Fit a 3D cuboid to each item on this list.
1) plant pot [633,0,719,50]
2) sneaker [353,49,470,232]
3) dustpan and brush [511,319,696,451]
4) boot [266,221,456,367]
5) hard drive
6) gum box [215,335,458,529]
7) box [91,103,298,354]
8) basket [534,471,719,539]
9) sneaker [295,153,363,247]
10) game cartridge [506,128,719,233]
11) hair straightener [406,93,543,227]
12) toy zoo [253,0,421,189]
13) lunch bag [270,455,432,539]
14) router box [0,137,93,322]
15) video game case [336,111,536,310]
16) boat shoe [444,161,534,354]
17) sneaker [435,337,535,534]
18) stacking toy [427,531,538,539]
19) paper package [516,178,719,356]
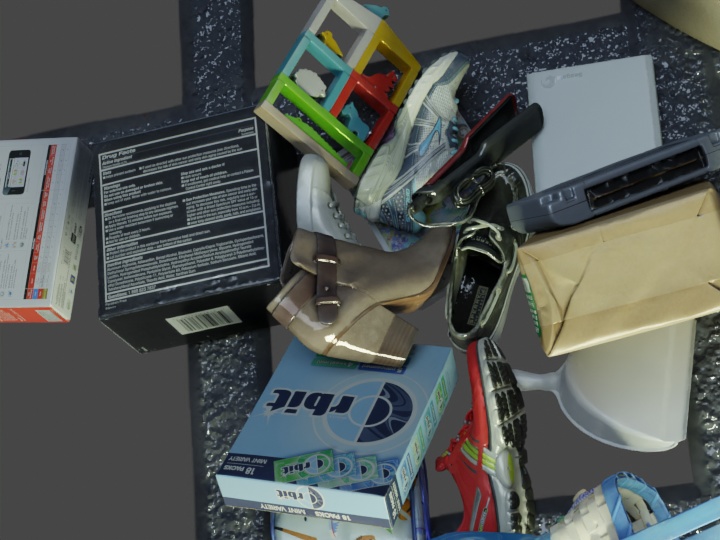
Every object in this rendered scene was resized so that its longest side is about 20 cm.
[{"bbox_3d":[0.344,-0.351,1.503,0.176,0.200,0.202,20,76,33],"label":"plant pot"},{"bbox_3d":[0.072,-0.128,1.547,0.086,0.078,0.202,27,81,6],"label":"sneaker"},{"bbox_3d":[0.213,0.103,1.442,0.197,0.057,0.141,6,60,12],"label":"dustpan and brush"},{"bbox_3d":[0.000,0.000,1.453,0.145,0.070,0.201,27,50,-3],"label":"boot"},{"bbox_3d":[0.240,-0.114,1.526,0.130,0.026,0.202,-7,68,14],"label":"hard drive"},{"bbox_3d":[-0.018,0.144,1.411,0.168,0.045,0.201,4,40,23],"label":"gum box"},{"bbox_3d":[-0.163,-0.041,1.562,0.197,0.123,0.201,-11,67,11],"label":"box"},{"bbox_3d":[0.259,0.238,1.303,0.198,0.176,0.141,-23,68,17],"label":"basket"},{"bbox_3d":[-0.016,-0.020,1.522,0.084,0.073,0.203,-6,96,10],"label":"sneaker"},{"bbox_3d":[0.242,-0.082,1.415,0.198,0.133,0.042,-21,89,-12],"label":"game cartridge"},{"bbox_3d":[0.118,-0.104,1.483,0.076,0.041,0.200,23,50,37],"label":"hair straightener"},{"bbox_3d":[-0.015,-0.201,1.573,0.020,0.131,0.201,-22,34,56],"label":"toy zoo"},{"bbox_3d":[-0.004,0.249,1.433,0.158,0.076,0.202,-9,67,11],"label":"lunch bag"},{"bbox_3d":[-0.396,-0.045,1.674,0.177,0.049,0.203,0,70,17],"label":"router box"},{"bbox_3d":[0.073,-0.077,1.565,0.142,0.018,0.201,-31,65,3],"label":"video game case"},{"bbox_3d":[0.127,-0.019,1.482,0.070,0.064,0.202,6,71,18],"label":"boat shoe"},{"bbox_3d":[0.108,0.164,1.420,0.084,0.077,0.203,-8,79,25],"label":"sneaker"},{"bbox_3d":[0.110,0.338,1.344,0.109,0.116,0.203,-6,97,33],"label":"stacking toy"},{"bbox_3d":[0.246,-0.006,1.376,0.189,0.200,0.105,-17,93,12],"label":"paper package"}]
